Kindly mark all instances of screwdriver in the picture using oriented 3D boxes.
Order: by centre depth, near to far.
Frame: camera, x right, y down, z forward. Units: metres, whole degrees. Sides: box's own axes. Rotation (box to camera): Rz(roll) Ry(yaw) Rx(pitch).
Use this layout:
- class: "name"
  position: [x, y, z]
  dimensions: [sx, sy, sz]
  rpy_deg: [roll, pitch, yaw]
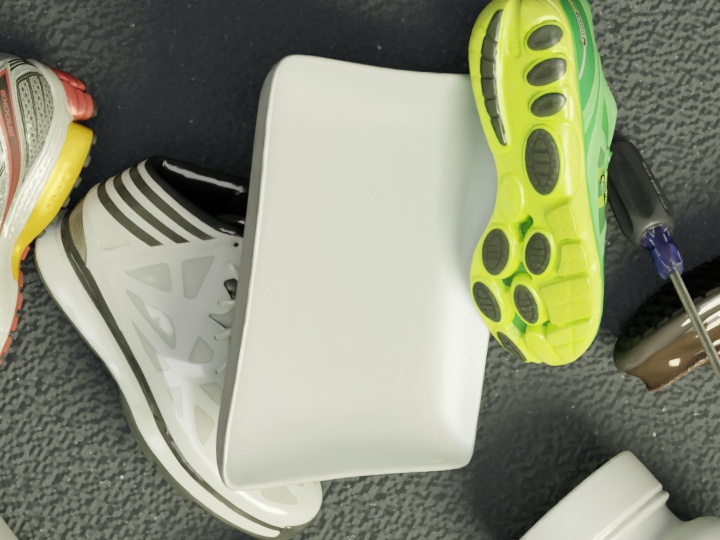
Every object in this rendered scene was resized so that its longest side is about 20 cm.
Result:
- class: "screwdriver"
  position: [0.158, 0.015, 1.189]
  dimensions: [0.028, 0.029, 0.201]
  rpy_deg: [-21, 57, 1]

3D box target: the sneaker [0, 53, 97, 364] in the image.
- class: "sneaker"
  position: [-0.205, -0.014, 1.178]
  dimensions: [0.082, 0.078, 0.201]
  rpy_deg: [22, 90, -46]

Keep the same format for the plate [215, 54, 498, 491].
- class: "plate"
  position: [0.000, 0.000, 1.179]
  dimensions: [0.032, 0.199, 0.201]
  rpy_deg: [12, 98, 36]

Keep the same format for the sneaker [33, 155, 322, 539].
- class: "sneaker"
  position: [-0.063, 0.034, 1.185]
  dimensions: [0.115, 0.076, 0.201]
  rpy_deg: [-32, 98, 36]

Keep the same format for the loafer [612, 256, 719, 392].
- class: "loafer"
  position: [0.224, 0.017, 1.231]
  dimensions: [0.199, 0.073, 0.071]
  rpy_deg: [-25, 98, -1]

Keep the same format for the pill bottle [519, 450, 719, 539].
- class: "pill bottle"
  position: [0.166, 0.192, 1.209]
  dimensions: [0.119, 0.120, 0.200]
  rpy_deg: [-41, 79, 0]

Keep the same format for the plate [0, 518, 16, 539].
- class: "plate"
  position: [-0.217, 0.217, 1.166]
  dimensions: [0.200, 0.032, 0.200]
  rpy_deg: [-36, 69, -19]

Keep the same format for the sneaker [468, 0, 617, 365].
- class: "sneaker"
  position: [0.100, -0.046, 1.210]
  dimensions: [0.074, 0.083, 0.201]
  rpy_deg: [13, 118, 30]
